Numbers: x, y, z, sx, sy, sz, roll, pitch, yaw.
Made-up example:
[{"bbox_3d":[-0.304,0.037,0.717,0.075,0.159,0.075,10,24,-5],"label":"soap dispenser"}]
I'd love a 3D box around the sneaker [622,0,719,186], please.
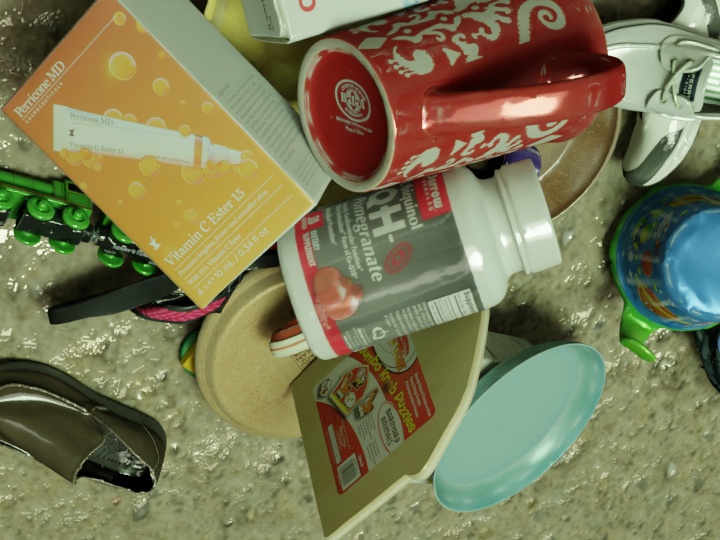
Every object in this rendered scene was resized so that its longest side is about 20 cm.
[{"bbox_3d":[0.262,-0.169,1.166,0.079,0.074,0.202,16,111,-13],"label":"sneaker"}]

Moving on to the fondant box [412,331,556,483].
[{"bbox_3d":[0.073,0.123,1.242,0.199,0.058,0.145,14,117,-48],"label":"fondant box"}]

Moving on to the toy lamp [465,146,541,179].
[{"bbox_3d":[0.058,-0.098,1.074,0.198,0.058,0.059,11,117,-33],"label":"toy lamp"}]

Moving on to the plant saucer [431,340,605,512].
[{"bbox_3d":[0.140,0.138,1.251,0.199,0.027,0.202,-26,140,-24],"label":"plant saucer"}]

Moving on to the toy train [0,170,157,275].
[{"bbox_3d":[-0.234,-0.045,1.051,0.198,0.057,0.042,16,130,-30],"label":"toy train"}]

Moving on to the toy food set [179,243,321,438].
[{"bbox_3d":[-0.053,0.060,1.195,0.197,0.049,0.200,33,106,-34],"label":"toy food set"}]

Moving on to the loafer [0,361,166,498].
[{"bbox_3d":[-0.245,0.137,1.154,0.198,0.072,0.073,22,112,-31],"label":"loafer"}]

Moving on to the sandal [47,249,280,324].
[{"bbox_3d":[-0.153,0.023,1.104,0.198,0.075,0.046,-17,93,5],"label":"sandal"}]

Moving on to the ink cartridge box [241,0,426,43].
[{"bbox_3d":[0.006,-0.256,0.951,0.198,0.087,0.147,-21,107,-19],"label":"ink cartridge box"}]

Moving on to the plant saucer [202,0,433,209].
[{"bbox_3d":[-0.044,-0.149,1.063,0.198,0.049,0.202,9,118,-25],"label":"plant saucer"}]

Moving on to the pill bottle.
[{"bbox_3d":[0.045,-0.014,1.022,0.198,0.111,0.111,-18,127,6],"label":"pill bottle"}]

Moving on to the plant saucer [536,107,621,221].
[{"bbox_3d":[0.124,-0.120,1.155,0.198,0.037,0.202,-10,124,-16],"label":"plant saucer"}]

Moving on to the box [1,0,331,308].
[{"bbox_3d":[-0.131,-0.096,0.972,0.200,0.098,0.124,45,114,-9],"label":"box"}]

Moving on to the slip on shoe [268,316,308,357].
[{"bbox_3d":[0.000,0.000,1.116,0.200,0.074,0.061,-40,88,9],"label":"slip on shoe"}]

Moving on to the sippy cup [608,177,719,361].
[{"bbox_3d":[0.299,-0.009,1.204,0.138,0.130,0.180,0,93,-2],"label":"sippy cup"}]

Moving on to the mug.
[{"bbox_3d":[0.074,-0.140,0.961,0.198,0.177,0.135,-20,87,-34],"label":"mug"}]

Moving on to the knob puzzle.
[{"bbox_3d":[0.034,0.096,1.097,0.030,0.220,0.220,34,105,-33],"label":"knob puzzle"}]

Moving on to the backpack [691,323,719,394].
[{"bbox_3d":[0.428,0.078,1.333,0.182,0.148,0.201,-29,131,2],"label":"backpack"}]

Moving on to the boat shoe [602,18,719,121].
[{"bbox_3d":[0.263,-0.158,1.095,0.197,0.067,0.074,2,113,-5],"label":"boat shoe"}]
